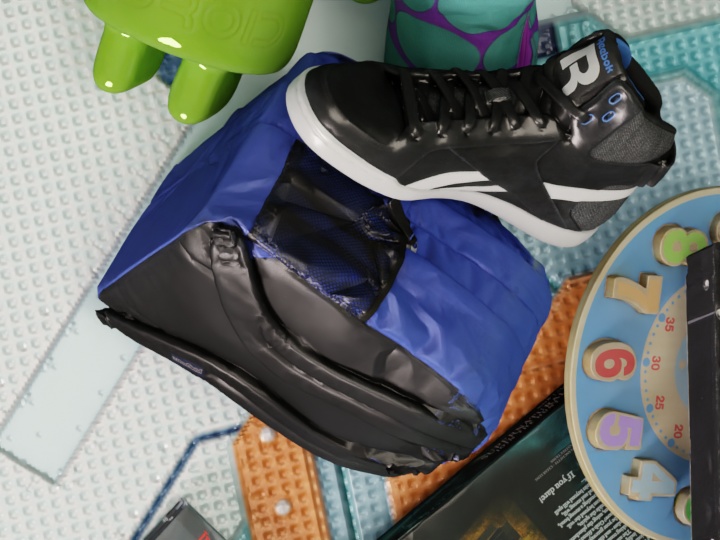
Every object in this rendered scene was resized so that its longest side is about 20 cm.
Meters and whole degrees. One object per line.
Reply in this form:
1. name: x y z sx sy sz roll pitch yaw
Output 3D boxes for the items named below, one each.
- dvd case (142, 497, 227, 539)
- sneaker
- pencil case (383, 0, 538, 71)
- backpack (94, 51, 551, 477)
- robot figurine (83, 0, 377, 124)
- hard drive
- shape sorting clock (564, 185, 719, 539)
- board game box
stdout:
1. dvd case: -0.113 0.244 1.355 0.146 0.022 0.200 44 84 -14
2. sneaker: 0.069 -0.084 1.219 0.199 0.073 0.112 16 135 -37
3. pencil case: 0.059 -0.132 1.280 0.092 0.200 0.085 26 67 12
4. backpack: 0.000 0.000 1.293 0.200 0.162 0.168 37 65 -13
5. robot figurine: -0.070 -0.178 1.267 0.175 0.116 0.201 22 105 8
6. hard drive: 0.242 0.092 1.348 0.139 0.038 0.201 5 74 -21
7. shape sorting clock: 0.197 0.054 1.394 0.199 0.039 0.201 -6 100 -35
8. board game box: 0.081 0.175 1.388 0.200 0.028 0.136 -38 103 -16
